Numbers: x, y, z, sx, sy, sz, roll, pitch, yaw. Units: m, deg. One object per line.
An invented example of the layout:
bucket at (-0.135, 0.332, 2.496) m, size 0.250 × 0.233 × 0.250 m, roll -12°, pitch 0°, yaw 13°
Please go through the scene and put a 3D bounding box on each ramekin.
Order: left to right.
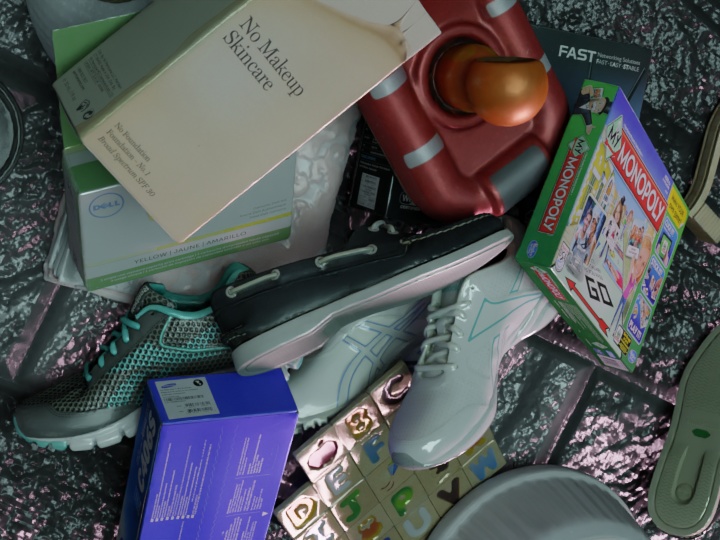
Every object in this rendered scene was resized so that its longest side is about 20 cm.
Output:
ramekin at (0.143, 0.254, 1.335) m, size 0.202 × 0.094 × 0.203 m, roll -7°, pitch 108°, yaw -22°

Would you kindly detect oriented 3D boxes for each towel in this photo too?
towel at (-0.102, -0.064, 1.220) m, size 0.190 × 0.032 × 0.201 m, roll 13°, pitch 96°, yaw -23°

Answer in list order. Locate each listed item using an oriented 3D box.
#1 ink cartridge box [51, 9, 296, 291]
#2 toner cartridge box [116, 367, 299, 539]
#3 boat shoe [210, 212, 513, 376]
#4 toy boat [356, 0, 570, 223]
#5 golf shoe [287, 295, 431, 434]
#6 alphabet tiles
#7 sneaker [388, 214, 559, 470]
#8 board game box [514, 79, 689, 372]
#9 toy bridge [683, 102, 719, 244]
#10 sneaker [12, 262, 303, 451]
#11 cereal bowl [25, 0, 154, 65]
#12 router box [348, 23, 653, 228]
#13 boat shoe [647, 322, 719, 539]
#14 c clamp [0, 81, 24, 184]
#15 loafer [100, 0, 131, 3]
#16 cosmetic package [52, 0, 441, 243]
ink cartridge box at (-0.113, -0.079, 1.112) m, size 0.145 × 0.048 × 0.200 m, roll -15°, pitch 147°, yaw -16°
toner cartridge box at (-0.108, 0.153, 1.201) m, size 0.095 × 0.043 × 0.200 m, roll -2°, pitch 133°, yaw -22°
boat shoe at (0.000, 0.000, 1.146) m, size 0.199 × 0.076 × 0.060 m, roll -23°, pitch 76°, yaw -9°
toy boat at (0.072, -0.124, 1.135) m, size 0.130 × 0.131 × 0.200 m, roll -38°, pitch 114°, yaw -16°
golf shoe at (-0.007, 0.046, 1.262) m, size 0.200 × 0.078 × 0.098 m, roll -27°, pitch 103°, yaw -24°
alphabet tiles at (0.025, 0.155, 1.282) m, size 0.166 × 0.006 × 0.200 m, roll -39°, pitch 136°, yaw -10°
sneaker at (0.066, 0.046, 1.203) m, size 0.201 × 0.070 × 0.080 m, roll -57°, pitch 130°, yaw -31°
board game box at (0.173, -0.026, 1.240) m, size 0.200 × 0.029 × 0.135 m, roll 44°, pitch 65°, yaw -57°
toy bridge at (0.311, -0.117, 1.374) m, size 0.067 × 0.027 × 0.200 m, roll 43°, pitch 83°, yaw -22°
sneaker at (-0.143, 0.053, 1.195) m, size 0.199 × 0.078 × 0.091 m, roll -20°, pitch 109°, yaw -8°
cereal bowl at (-0.109, -0.192, 1.141) m, size 0.199 × 0.083 × 0.201 m, roll 2°, pitch 86°, yaw -26°
router box at (0.101, -0.102, 1.266) m, size 0.199 × 0.062 × 0.150 m, roll 7°, pitch 97°, yaw -28°
boat shoe at (0.285, 0.118, 1.401) m, size 0.200 × 0.072 × 0.068 m, roll -65°, pitch 150°, yaw -6°
c clamp at (-0.322, -0.098, 1.133) m, size 0.200 × 0.027 × 0.171 m, roll 41°, pitch 79°, yaw -22°
loafer at (-0.094, -0.229, 1.068) m, size 0.200 × 0.076 × 0.068 m, roll -41°, pitch 102°, yaw -30°
cosmetic package at (-0.066, -0.123, 1.033) m, size 0.200 × 0.073 × 0.104 m, roll -39°, pitch 129°, yaw 4°
